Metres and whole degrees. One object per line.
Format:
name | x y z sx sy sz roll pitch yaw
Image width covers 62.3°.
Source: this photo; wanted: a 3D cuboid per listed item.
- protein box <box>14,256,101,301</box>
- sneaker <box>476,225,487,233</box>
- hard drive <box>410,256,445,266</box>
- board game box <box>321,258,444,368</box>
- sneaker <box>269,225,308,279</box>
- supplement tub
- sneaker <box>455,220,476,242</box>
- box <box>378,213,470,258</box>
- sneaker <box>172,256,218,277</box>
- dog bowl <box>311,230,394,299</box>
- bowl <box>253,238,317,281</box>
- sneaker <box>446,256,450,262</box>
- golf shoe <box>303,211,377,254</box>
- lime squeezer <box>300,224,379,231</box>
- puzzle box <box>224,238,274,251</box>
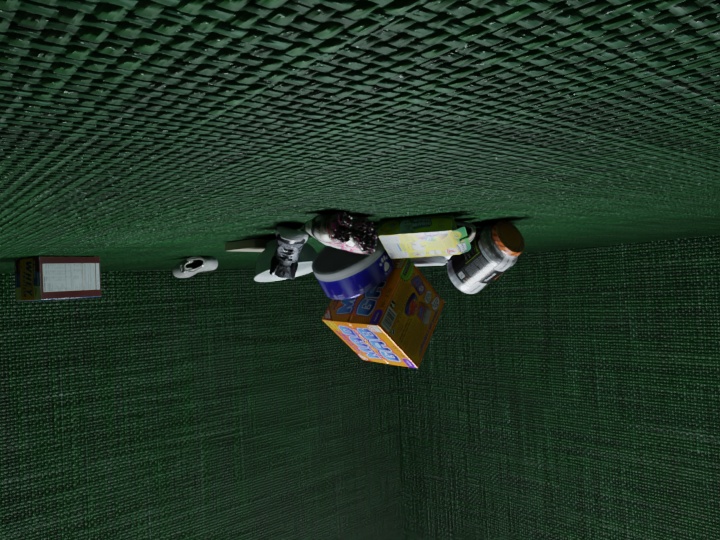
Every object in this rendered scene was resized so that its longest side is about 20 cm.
protein box | -1.004 0.028 1.978 0.196 0.138 0.198 -4 178 39
sneaker | 0.321 -0.095 1.648 0.196 0.067 0.078 -3 163 27
hard drive | 0.121 -0.031 1.629 0.198 0.027 0.130 4 177 -44
board game box | 0.063 0.106 1.551 0.197 0.202 0.200 0 143 44
sneaker | -0.170 -0.038 1.397 0.074 0.116 0.200 12 178 -7
supplement tub | 0.327 -0.036 1.560 0.121 0.124 0.200 -2 152 -35
sneaker | 0.183 -0.089 1.451 0.196 0.077 0.090 -9 171 -4
box | 0.150 -0.077 1.366 0.196 0.049 0.118 -1 154 19
sneaker | -0.668 -0.018 2.315 0.196 0.075 0.115 -14 174 16
dog bowl | -0.018 -0.019 1.475 0.197 0.080 0.201 -22 -154 11
bowl | -0.208 -0.038 1.656 0.197 0.092 0.201 -14 171 -2
sneaker | 0.193 -0.050 1.850 0.195 0.081 0.129 7 -167 23
golf shoe | -0.035 -0.081 1.239 0.091 0.074 0.199 3 172 32
lime squeezer | -0.047 -0.095 1.475 0.195 0.038 0.071 -2 147 -1
puzzle box | -0.283 -0.073 1.762 0.131 0.026 0.198 -5 178 37
